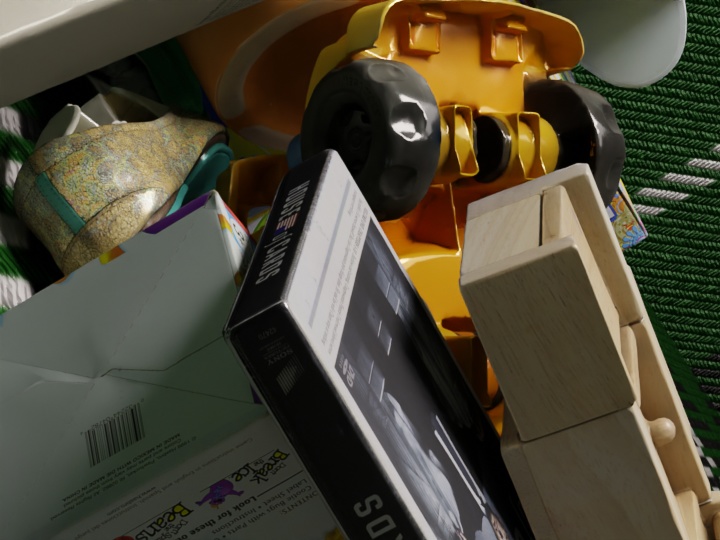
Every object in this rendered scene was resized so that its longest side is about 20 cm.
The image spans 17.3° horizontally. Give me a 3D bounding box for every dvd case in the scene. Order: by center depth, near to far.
[{"bbox_3d":[0.025,0.072,0.722,0.201,0.025,0.150,59,13,-14],"label":"dvd case"}]

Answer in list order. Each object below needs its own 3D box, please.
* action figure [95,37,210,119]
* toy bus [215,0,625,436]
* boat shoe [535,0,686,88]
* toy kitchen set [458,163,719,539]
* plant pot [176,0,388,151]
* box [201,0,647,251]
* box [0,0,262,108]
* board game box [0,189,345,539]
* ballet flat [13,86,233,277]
[{"bbox_3d":[-0.123,-0.122,1.054,0.201,0.055,0.118,54,9,-12],"label":"action figure"},{"bbox_3d":[0.000,0.000,0.955,0.135,0.191,0.202,2,87,-41],"label":"toy bus"},{"bbox_3d":[0.097,-0.187,1.174,0.201,0.071,0.091,55,15,-14],"label":"boat shoe"},{"bbox_3d":[0.147,0.038,0.800,0.163,0.179,0.201,-78,146,-70],"label":"toy kitchen set"},{"bbox_3d":[-0.021,-0.160,1.009,0.200,0.199,0.185,43,29,-60],"label":"plant pot"},{"bbox_3d":[0.009,-0.061,1.145,0.122,0.192,0.201,53,11,-33],"label":"box"},{"bbox_3d":[-0.089,-0.108,0.777,0.199,0.082,0.069,-26,85,-36],"label":"box"},{"bbox_3d":[-0.031,0.091,0.762,0.200,0.104,0.103,53,13,-40],"label":"board game box"},{"bbox_3d":[-0.096,-0.041,0.952,0.071,0.070,0.200,59,10,-6],"label":"ballet flat"}]
